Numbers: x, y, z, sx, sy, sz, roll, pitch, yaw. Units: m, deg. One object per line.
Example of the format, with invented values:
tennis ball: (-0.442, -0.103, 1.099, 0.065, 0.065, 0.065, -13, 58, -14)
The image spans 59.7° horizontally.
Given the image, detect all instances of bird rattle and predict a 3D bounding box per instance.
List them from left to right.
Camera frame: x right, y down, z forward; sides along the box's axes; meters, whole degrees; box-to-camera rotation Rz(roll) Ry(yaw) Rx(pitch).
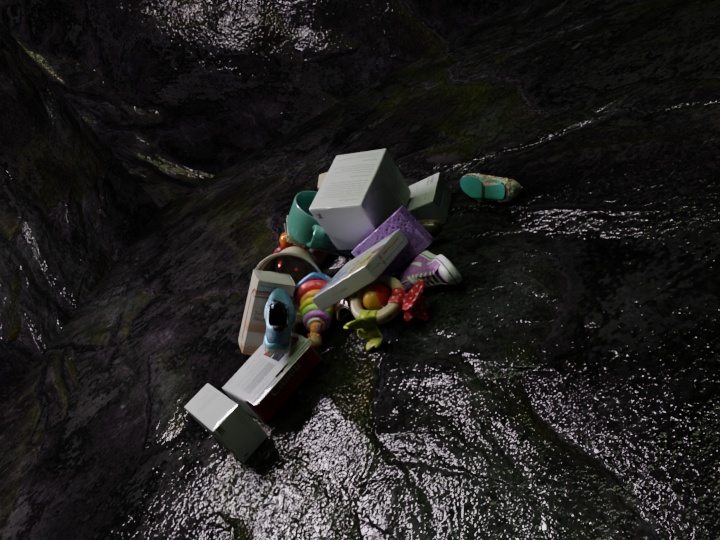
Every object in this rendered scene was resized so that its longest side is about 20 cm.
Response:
bird rattle: (0.048, 0.069, 1.376, 0.200, 0.113, 0.163, -39, 42, 5)

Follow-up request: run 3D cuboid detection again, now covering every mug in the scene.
mug: (-0.134, -0.127, 1.740, 0.185, 0.151, 0.115, -39, -23, -54)

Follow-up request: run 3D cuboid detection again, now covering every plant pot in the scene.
plant pot: (-0.188, 0.022, 1.728, 0.200, 0.201, 0.184, -31, 15, 10)

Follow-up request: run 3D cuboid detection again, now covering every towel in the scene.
towel: (-0.131, -0.097, 1.866, 0.193, 0.199, 0.035, -105, 33, -63)

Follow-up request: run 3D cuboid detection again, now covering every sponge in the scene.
sponge: (0.075, -0.060, 1.526, 0.200, 0.112, 0.030, -40, 4, 43)

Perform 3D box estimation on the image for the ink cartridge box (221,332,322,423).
ink cartridge box: (-0.194, 0.243, 1.453, 0.200, 0.084, 0.175, -48, 29, -22)

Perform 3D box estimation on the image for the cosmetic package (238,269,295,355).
cosmetic package: (-0.240, 0.110, 1.598, 0.087, 0.103, 0.202, -134, 55, -64)

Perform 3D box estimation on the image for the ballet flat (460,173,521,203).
ballet flat: (0.332, -0.208, 1.592, 0.063, 0.076, 0.200, -12, 21, -24)

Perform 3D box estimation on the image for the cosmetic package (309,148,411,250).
cosmetic package: (0.003, -0.182, 1.634, 0.166, 0.167, 0.201, 1, 52, 34)

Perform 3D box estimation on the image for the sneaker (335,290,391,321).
sneaker: (0.020, 0.083, 1.498, 0.199, 0.070, 0.076, -12, 55, 45)

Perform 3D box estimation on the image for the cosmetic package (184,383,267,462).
cosmetic package: (-0.303, 0.337, 1.403, 0.081, 0.113, 0.199, -47, 29, -22)

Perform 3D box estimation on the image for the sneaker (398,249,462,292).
sneaker: (0.151, 0.021, 1.415, 0.114, 0.073, 0.200, -41, 14, -7)

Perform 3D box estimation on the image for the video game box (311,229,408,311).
video game box: (0.000, 0.000, 1.470, 0.200, 0.047, 0.182, -32, 8, 42)

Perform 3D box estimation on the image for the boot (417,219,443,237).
boot: (0.125, -0.056, 1.590, 0.199, 0.075, 0.097, -25, 37, 42)

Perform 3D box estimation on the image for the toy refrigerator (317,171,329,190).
toy refrigerator: (-0.050, -0.200, 1.852, 0.075, 0.201, 0.070, -14, 43, 17)

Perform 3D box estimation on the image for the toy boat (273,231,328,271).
toy boat: (-0.201, -0.063, 1.928, 0.199, 0.131, 0.131, -7, 38, 46)

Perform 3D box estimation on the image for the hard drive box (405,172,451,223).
hard drive box: (0.141, -0.167, 1.732, 0.199, 0.077, 0.156, -21, 29, 29)

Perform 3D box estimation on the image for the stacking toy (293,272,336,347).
stacking toy: (-0.108, 0.111, 1.543, 0.110, 0.116, 0.201, -38, 29, 27)

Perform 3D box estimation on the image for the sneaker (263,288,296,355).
sneaker: (-0.183, 0.101, 1.455, 0.078, 0.090, 0.201, 4, 35, -10)
